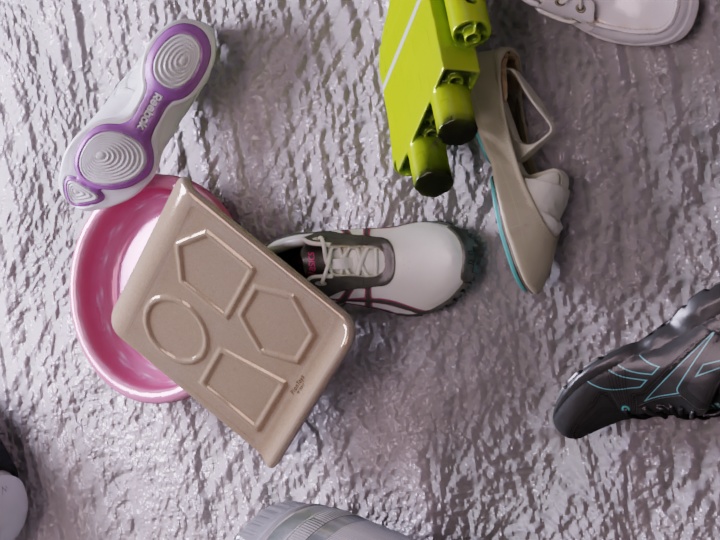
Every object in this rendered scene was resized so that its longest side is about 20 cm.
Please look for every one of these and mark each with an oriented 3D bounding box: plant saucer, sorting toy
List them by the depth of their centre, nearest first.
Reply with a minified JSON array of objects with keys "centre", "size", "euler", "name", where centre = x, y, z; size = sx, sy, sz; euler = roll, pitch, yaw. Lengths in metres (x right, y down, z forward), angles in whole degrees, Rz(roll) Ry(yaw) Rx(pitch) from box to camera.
[{"centre":[-0.105,0.042,1.778],"size":[0.200,0.036,0.185],"euler":[42,132,12],"name":"sorting toy"},{"centre":[-0.168,0.016,1.896],"size":[0.200,0.051,0.201],"euler":[0,89,37],"name":"plant saucer"}]

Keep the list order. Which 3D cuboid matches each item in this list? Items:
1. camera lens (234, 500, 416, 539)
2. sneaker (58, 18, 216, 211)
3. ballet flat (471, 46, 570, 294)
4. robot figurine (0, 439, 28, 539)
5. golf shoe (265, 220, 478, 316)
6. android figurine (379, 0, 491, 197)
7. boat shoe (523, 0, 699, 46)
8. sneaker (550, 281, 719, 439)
[{"centre":[0.001,0.281,1.702],"size":[0.200,0.160,0.160],"euler":[18,100,34],"name":"camera lens"},{"centre":[-0.186,-0.133,1.884],"size":[0.075,0.100,0.200],"euler":[39,101,-4],"name":"sneaker"},{"centre":[0.127,-0.083,1.680],"size":[0.069,0.069,0.200],"euler":[-25,75,33],"name":"ballet flat"},{"centre":[-0.393,0.183,2.008],"size":[0.125,0.150,0.200],"euler":[-33,67,-1],"name":"robot figurine"},{"centre":[0.000,0.000,1.753],"size":[0.200,0.088,0.077],"euler":[-5,85,34],"name":"golf shoe"},{"centre":[0.055,-0.161,1.695],"size":[0.182,0.041,0.200],"euler":[112,157,-46],"name":"android figurine"},{"centre":[0.161,-0.220,1.649],"size":[0.200,0.069,0.071],"euler":[22,100,33],"name":"boat shoe"},{"centre":[0.226,0.082,1.596],"size":[0.200,0.075,0.079],"euler":[-36,71,30],"name":"sneaker"}]
